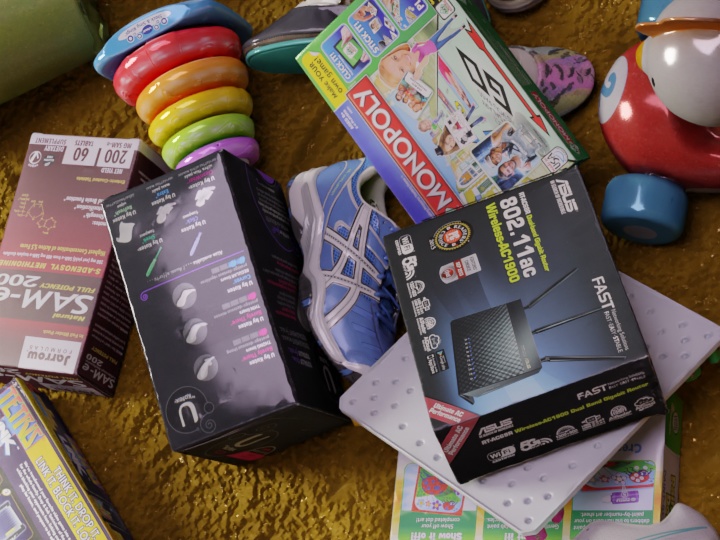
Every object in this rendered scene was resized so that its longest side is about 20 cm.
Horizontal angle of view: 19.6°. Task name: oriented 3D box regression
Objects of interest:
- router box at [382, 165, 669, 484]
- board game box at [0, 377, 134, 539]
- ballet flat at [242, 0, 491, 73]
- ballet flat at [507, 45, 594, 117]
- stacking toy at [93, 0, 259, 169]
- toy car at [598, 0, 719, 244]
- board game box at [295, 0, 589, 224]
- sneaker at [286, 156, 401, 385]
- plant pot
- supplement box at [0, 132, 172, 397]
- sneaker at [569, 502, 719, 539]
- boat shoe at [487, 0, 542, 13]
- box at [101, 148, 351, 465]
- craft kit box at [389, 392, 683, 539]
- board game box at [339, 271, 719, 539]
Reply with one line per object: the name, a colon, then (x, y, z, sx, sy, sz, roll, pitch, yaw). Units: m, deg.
router box: (0.109, 0.034, 1.422, 0.150, 0.062, 0.200, -20, 44, 5)
board game box: (-0.271, 0.209, 1.599, 0.165, 0.057, 0.200, -38, 58, 4)
ballet flat: (0.006, -0.194, 1.632, 0.200, 0.073, 0.073, -2, 68, 16)
ballet flat: (0.074, -0.139, 1.575, 0.200, 0.071, 0.069, -5, 66, 23)
stacking toy: (-0.121, -0.104, 1.648, 0.116, 0.110, 0.200, -25, 75, 15)
toy car: (0.231, -0.136, 1.425, 0.177, 0.200, 0.185, 4, 70, 26)
board game box: (0.058, -0.121, 1.533, 0.135, 0.029, 0.200, -41, 80, 28)
sneaker: (0.000, 0.000, 1.548, 0.077, 0.076, 0.200, -24, 62, 19)
plant pot: (-0.318, -0.213, 1.736, 0.190, 0.200, 0.200, -17, 62, 5)
supplement box: (-0.231, -0.006, 1.668, 0.109, 0.061, 0.200, 4, 72, 26)
sneaker: (0.145, 0.212, 1.356, 0.200, 0.070, 0.080, -17, 54, 11)
boat shoe: (0.099, -0.297, 1.630, 0.076, 0.072, 0.200, -26, 60, 13)
box: (-0.098, 0.030, 1.534, 0.106, 0.122, 0.200, -22, 73, 15)
craft kit box: (0.118, 0.180, 1.438, 0.200, 0.049, 0.198, -3, 66, 24)
board game box: (0.117, 0.075, 1.444, 0.200, 0.026, 0.200, -43, 46, -17)
